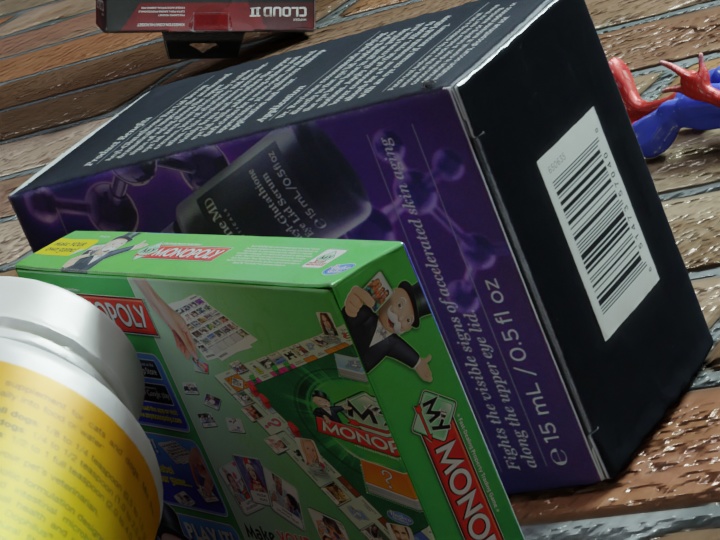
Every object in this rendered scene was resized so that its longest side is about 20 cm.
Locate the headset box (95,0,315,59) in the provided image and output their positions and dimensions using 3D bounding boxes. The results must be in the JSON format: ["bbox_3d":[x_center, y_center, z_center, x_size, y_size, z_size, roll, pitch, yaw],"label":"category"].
[{"bbox_3d":[-0.107,-0.246,1.766,0.148,0.201,0.077,-2,11,-11],"label":"headset box"}]

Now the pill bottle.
[{"bbox_3d":[-0.119,0.095,0.731,0.109,0.109,0.201,-16,36,23],"label":"pill bottle"}]

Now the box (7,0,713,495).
[{"bbox_3d":[0.000,0.000,0.907,0.199,0.149,0.104,-13,19,35],"label":"box"}]

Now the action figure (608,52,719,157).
[{"bbox_3d":[0.170,-0.080,1.127,0.065,0.052,0.199,-29,19,-36],"label":"action figure"}]

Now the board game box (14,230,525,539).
[{"bbox_3d":[-0.027,0.054,0.785,0.029,0.135,0.200,-30,18,-28],"label":"board game box"}]
